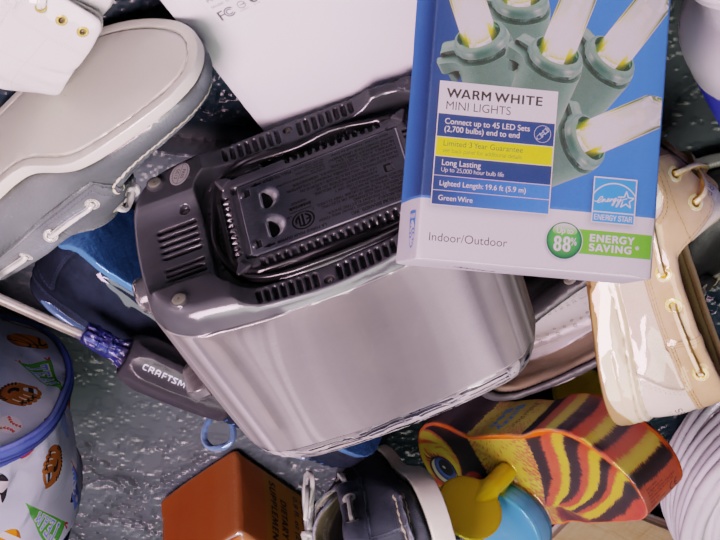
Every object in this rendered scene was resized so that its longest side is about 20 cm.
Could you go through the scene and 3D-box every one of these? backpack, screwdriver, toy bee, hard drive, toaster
[{"bbox_3d":[-0.232,0.081,1.177,0.189,0.200,0.155,0,121,-7],"label":"backpack"},{"bbox_3d":[-0.147,0.022,1.140,0.199,0.028,0.029,29,123,-17],"label":"screwdriver"},{"bbox_3d":[0.069,0.100,1.248,0.199,0.131,0.109,-31,99,32],"label":"toy bee"},{"bbox_3d":[-0.006,-0.117,1.091,0.131,0.027,0.200,-23,130,19],"label":"hard drive"},{"bbox_3d":[0.000,0.000,1.108,0.199,0.114,0.129,-22,136,4],"label":"toaster"}]

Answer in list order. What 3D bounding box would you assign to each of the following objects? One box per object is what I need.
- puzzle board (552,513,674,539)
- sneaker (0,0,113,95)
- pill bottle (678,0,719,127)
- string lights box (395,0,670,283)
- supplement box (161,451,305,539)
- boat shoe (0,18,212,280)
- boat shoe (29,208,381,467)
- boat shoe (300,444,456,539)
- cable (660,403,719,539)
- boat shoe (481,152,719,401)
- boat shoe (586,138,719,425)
[{"bbox_3d":[0.176,0.205,1.420,0.199,0.017,0.151,23,130,-22],"label":"puzzle board"},{"bbox_3d":[-0.157,-0.152,1.024,0.115,0.074,0.200,5,143,-10],"label":"sneaker"},{"bbox_3d":[0.209,-0.091,1.064,0.111,0.112,0.200,-22,127,18],"label":"pill bottle"},{"bbox_3d":[0.075,-0.099,1.005,0.102,0.202,0.059,4,178,-7],"label":"string lights box"},{"bbox_3d":[-0.023,0.186,1.357,0.069,0.067,0.200,-35,127,24],"label":"supplement box"},{"bbox_3d":[-0.136,-0.053,1.122,0.199,0.073,0.062,-30,137,29],"label":"boat shoe"},{"bbox_3d":[-0.077,0.036,1.214,0.200,0.084,0.069,40,130,-14],"label":"boat shoe"},{"bbox_3d":[0.001,0.137,1.242,0.061,0.200,0.075,-14,95,-11],"label":"boat shoe"},{"bbox_3d":[0.265,0.123,1.300,0.199,0.069,0.200,23,126,-22],"label":"cable"},{"bbox_3d":[0.137,0.005,1.192,0.199,0.061,0.074,-23,130,19],"label":"boat shoe"},{"bbox_3d":[0.138,-0.026,1.119,0.069,0.074,0.201,-6,110,14],"label":"boat shoe"}]
